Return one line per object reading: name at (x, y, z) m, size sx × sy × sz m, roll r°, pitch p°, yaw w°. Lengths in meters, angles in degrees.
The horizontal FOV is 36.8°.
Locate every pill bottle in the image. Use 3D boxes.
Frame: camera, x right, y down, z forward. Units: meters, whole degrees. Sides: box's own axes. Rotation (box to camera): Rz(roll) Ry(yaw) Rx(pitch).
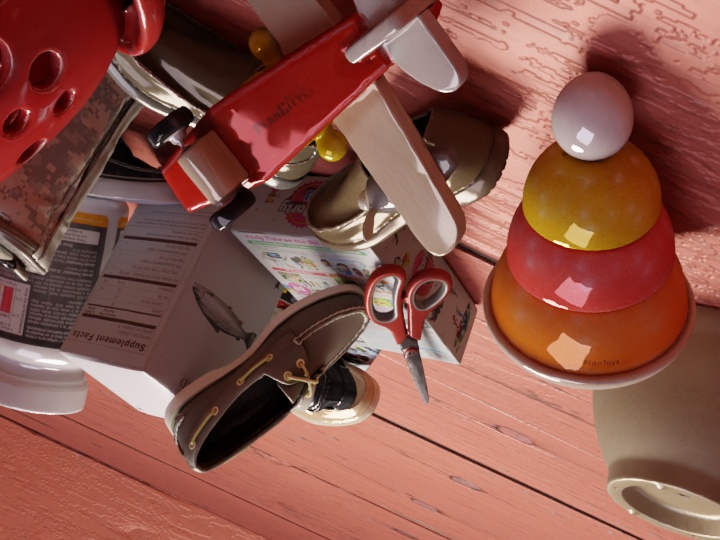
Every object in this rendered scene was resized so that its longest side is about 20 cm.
pill bottle at (-0.288, 0.023, 1.011) m, size 0.114 × 0.204 × 0.116 m, roll 12°, pitch -176°, yaw -1°

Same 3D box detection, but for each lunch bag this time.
lunch bag at (-0.260, -0.109, 0.812) m, size 0.165 × 0.202 × 0.140 m, roll 23°, pitch 161°, yaw 10°

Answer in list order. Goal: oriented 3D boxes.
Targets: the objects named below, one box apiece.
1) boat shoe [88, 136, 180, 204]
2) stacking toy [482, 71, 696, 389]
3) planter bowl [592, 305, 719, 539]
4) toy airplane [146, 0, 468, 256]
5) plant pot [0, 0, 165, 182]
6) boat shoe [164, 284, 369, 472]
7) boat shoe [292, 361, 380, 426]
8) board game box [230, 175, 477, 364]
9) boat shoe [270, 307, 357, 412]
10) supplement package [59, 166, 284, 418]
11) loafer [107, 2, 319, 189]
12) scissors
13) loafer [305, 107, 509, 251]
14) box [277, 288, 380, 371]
boat shoe at (-0.241, -0.104, 0.966) m, size 0.197 × 0.069 × 0.071 m, roll 14°, pitch -175°, yaw 25°
stacking toy at (0.149, -0.038, 0.686) m, size 0.144 × 0.147 × 0.202 m, roll 15°, pitch 138°, yaw 21°
planter bowl at (0.274, 0.136, 0.882) m, size 0.197 × 0.136 × 0.201 m, roll 21°, pitch 157°, yaw 9°
toy airplane at (-0.021, -0.120, 0.650) m, size 0.195 × 0.141 × 0.204 m, roll 11°, pitch 113°, yaw 10°
plant pot at (-0.223, -0.162, 0.617) m, size 0.200 × 0.182 × 0.201 m, roll 44°, pitch 159°, yaw 22°
boat shoe at (-0.069, 0.090, 0.897) m, size 0.060 × 0.200 × 0.072 m, roll 53°, pitch 179°, yaw 45°
boat shoe at (-0.074, 0.111, 1.153) m, size 0.197 × 0.075 × 0.069 m, roll 11°, pitch 161°, yaw 31°
board game box at (0.000, 0.000, 0.956) m, size 0.145 × 0.065 × 0.200 m, roll 7°, pitch 153°, yaw 33°
boat shoe at (-0.049, 0.086, 1.039) m, size 0.065 × 0.076 × 0.199 m, roll 11°, pitch -175°, yaw -18°
supplement package at (-0.156, 0.022, 0.979) m, size 0.116 × 0.203 × 0.117 m, roll 6°, pitch 153°, yaw 36°
loafer at (-0.097, -0.136, 0.763) m, size 0.199 × 0.076 × 0.069 m, roll 33°, pitch 145°, yaw -30°
scissors at (0.035, 0.060, 0.926) m, size 0.072 × 0.014 × 0.202 m, roll -6°, pitch 142°, yaw -9°
loafer at (0.020, -0.072, 0.774) m, size 0.067 × 0.077 × 0.199 m, roll 36°, pitch 145°, yaw -26°
box at (-0.048, 0.068, 1.183) m, size 0.135 × 0.040 × 0.200 m, roll 26°, pitch 158°, yaw 0°
